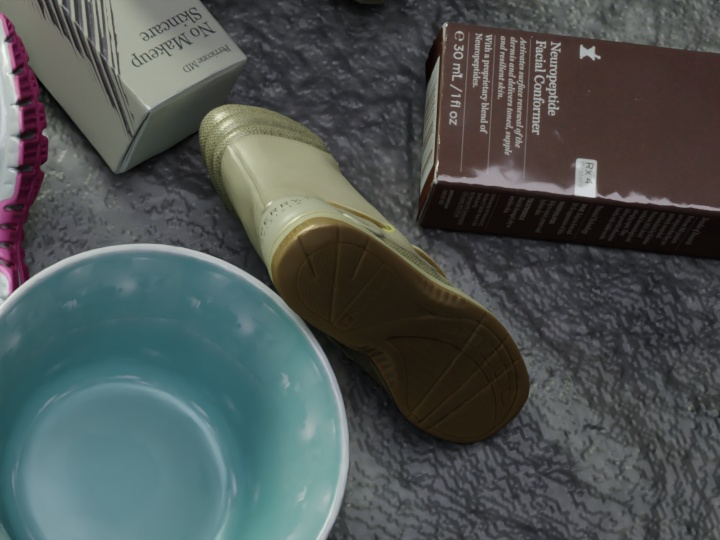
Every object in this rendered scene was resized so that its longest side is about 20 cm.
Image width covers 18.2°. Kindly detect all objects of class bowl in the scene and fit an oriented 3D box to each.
[{"bbox_3d":[-0.115,0.099,1.147,0.199,0.105,0.202,7,67,-15],"label":"bowl"}]

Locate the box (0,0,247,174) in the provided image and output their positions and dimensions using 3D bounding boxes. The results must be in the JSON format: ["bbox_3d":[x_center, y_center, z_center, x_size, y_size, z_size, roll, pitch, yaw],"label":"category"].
[{"bbox_3d":[-0.159,-0.158,1.248,0.082,0.068,0.200,-34,77,-36],"label":"box"}]

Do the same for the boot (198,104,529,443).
[{"bbox_3d":[0.000,0.000,1.211,0.073,0.200,0.156,-47,39,8],"label":"boot"}]

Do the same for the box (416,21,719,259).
[{"bbox_3d":[0.135,-0.070,1.260,0.198,0.075,0.101,6,70,-6],"label":"box"}]

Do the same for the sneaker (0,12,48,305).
[{"bbox_3d":[-0.218,-0.039,1.191,0.088,0.081,0.202,5,85,2],"label":"sneaker"}]

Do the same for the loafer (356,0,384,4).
[{"bbox_3d":[-0.037,-0.225,1.297,0.075,0.068,0.200,-22,58,-24],"label":"loafer"}]
